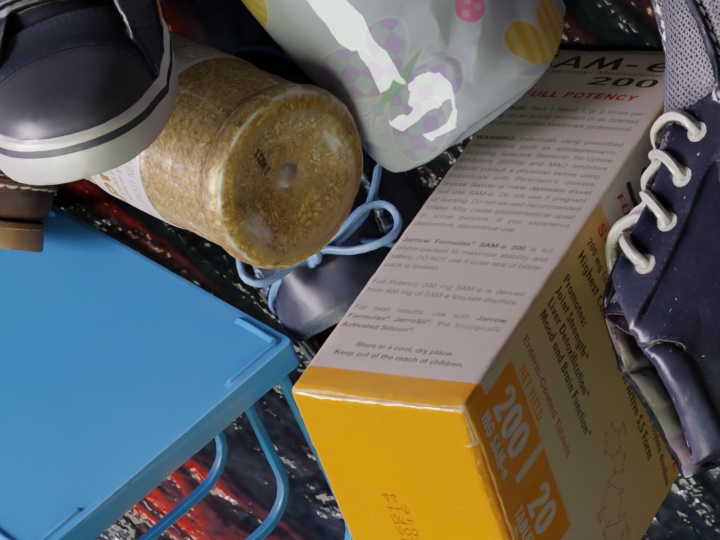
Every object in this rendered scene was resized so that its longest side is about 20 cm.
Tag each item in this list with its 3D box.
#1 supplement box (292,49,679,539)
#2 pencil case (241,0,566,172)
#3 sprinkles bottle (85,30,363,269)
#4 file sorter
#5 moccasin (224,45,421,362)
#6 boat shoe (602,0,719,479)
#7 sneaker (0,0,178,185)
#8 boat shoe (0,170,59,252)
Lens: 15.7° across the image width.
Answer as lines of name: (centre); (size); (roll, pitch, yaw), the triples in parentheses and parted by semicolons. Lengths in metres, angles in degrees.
supplement box: (0.069, 0.027, 0.938); (0.073, 0.200, 0.126); (4, 132, 33)
pencil case: (-0.014, -0.131, 0.929); (0.091, 0.083, 0.200); (-38, 106, 10)
sprinkles bottle: (-0.084, -0.060, 0.982); (0.200, 0.068, 0.068); (25, 144, 47)
file sorter: (-0.119, 0.080, 1.101); (0.200, 0.139, 0.123); (28, 149, 46)
moccasin: (0.000, 0.000, 1.042); (0.080, 0.068, 0.200); (-29, 114, 19)
boat shoe: (0.115, -0.027, 0.875); (0.075, 0.092, 0.201); (92, 157, -73)
sneaker: (-0.111, -0.109, 0.934); (0.078, 0.200, 0.080); (-14, 124, 3)
boat shoe: (-0.209, -0.053, 1.140); (0.199, 0.070, 0.071); (8, 95, 33)
